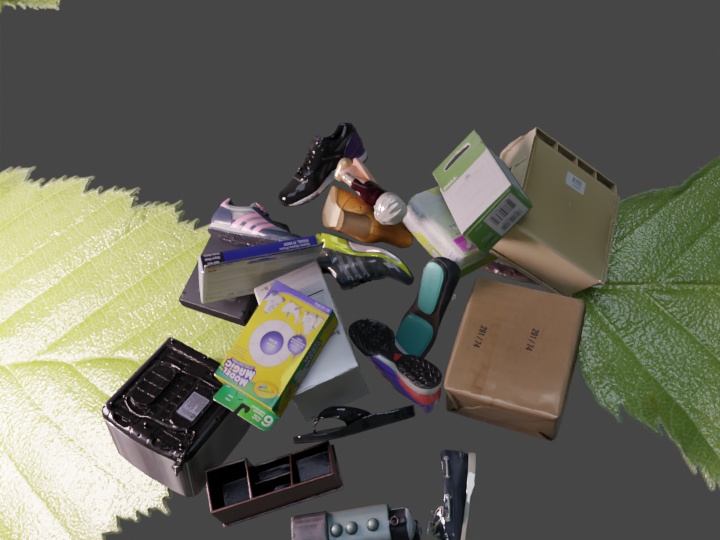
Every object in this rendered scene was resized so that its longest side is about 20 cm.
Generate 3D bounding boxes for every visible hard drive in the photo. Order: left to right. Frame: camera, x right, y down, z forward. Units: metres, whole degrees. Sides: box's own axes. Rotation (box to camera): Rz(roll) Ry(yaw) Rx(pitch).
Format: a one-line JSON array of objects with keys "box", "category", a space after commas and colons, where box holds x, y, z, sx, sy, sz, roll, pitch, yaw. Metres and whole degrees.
[{"box": [-0.227, -0.011, 1.373, 0.136, 0.033, 0.204, 15, 65, 17], "category": "hard drive"}]

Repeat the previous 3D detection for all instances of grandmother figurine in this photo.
[{"box": [0.019, -0.134, 1.280, 0.062, 0.119, 0.200, -64, 35, 14], "category": "grandmother figurine"}]

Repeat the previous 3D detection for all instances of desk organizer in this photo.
[{"box": [-0.131, 0.317, 1.148, 0.195, 0.078, 0.073, -18, 59, -1], "category": "desk organizer"}]

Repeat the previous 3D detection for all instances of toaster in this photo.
[{"box": [-0.284, 0.231, 1.179, 0.177, 0.121, 0.201, 22, 47, 20], "category": "toaster"}]

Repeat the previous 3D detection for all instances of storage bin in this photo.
[{"box": [0.312, -0.093, 1.237, 0.197, 0.093, 0.203, 29, 62, -18], "category": "storage bin"}]

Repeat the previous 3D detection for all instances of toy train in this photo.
[{"box": [-0.010, 0.379, 1.072, 0.194, 0.115, 0.087, -9, 60, 5], "category": "toy train"}]

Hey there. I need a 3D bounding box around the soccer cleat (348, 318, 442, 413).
[{"box": [0.050, 0.150, 1.206, 0.067, 0.075, 0.198, -30, 47, -31], "category": "soccer cleat"}]

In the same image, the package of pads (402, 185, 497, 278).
[{"box": [0.186, -0.086, 1.289, 0.197, 0.069, 0.155, -23, 58, -33], "category": "package of pads"}]

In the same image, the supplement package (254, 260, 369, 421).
[{"box": [-0.078, 0.115, 1.226, 0.117, 0.122, 0.203, -22, 60, -3], "category": "supplement package"}]

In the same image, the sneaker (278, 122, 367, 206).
[{"box": [-0.084, -0.204, 1.415, 0.198, 0.089, 0.075, -38, 34, -17], "category": "sneaker"}]

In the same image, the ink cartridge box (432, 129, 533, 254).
[{"box": [0.187, -0.128, 1.188, 0.104, 0.059, 0.202, -45, 29, 19], "category": "ink cartridge box"}]

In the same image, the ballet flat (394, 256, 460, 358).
[{"box": [0.112, 0.069, 1.221, 0.071, 0.204, 0.074, 15, 25, -7], "category": "ballet flat"}]

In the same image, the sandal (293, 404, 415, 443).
[{"box": [-0.012, 0.229, 1.179, 0.195, 0.075, 0.049, -13, 81, -8], "category": "sandal"}]

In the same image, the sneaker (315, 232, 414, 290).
[{"box": [0.000, 0.000, 1.317, 0.195, 0.074, 0.083, 15, 78, 21], "category": "sneaker"}]

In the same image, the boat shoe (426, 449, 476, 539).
[{"box": [0.129, 0.355, 1.086, 0.060, 0.075, 0.205, 5, 61, 10], "category": "boat shoe"}]

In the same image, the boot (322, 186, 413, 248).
[{"box": [0.013, -0.088, 1.354, 0.140, 0.073, 0.202, 15, 15, -18], "category": "boot"}]

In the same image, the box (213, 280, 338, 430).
[{"box": [-0.132, 0.126, 1.135, 0.115, 0.049, 0.203, 23, 71, 23], "category": "box"}]

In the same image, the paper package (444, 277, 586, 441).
[{"box": [0.239, 0.133, 1.175, 0.185, 0.104, 0.204, 12, 64, 17], "category": "paper package"}]

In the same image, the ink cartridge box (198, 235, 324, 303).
[{"box": [-0.167, -0.010, 1.234, 0.194, 0.200, 0.042, -11, 74, -17], "category": "ink cartridge box"}]

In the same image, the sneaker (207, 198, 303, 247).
[{"box": [-0.174, -0.081, 1.343, 0.195, 0.071, 0.084, 15, 66, 15], "category": "sneaker"}]
